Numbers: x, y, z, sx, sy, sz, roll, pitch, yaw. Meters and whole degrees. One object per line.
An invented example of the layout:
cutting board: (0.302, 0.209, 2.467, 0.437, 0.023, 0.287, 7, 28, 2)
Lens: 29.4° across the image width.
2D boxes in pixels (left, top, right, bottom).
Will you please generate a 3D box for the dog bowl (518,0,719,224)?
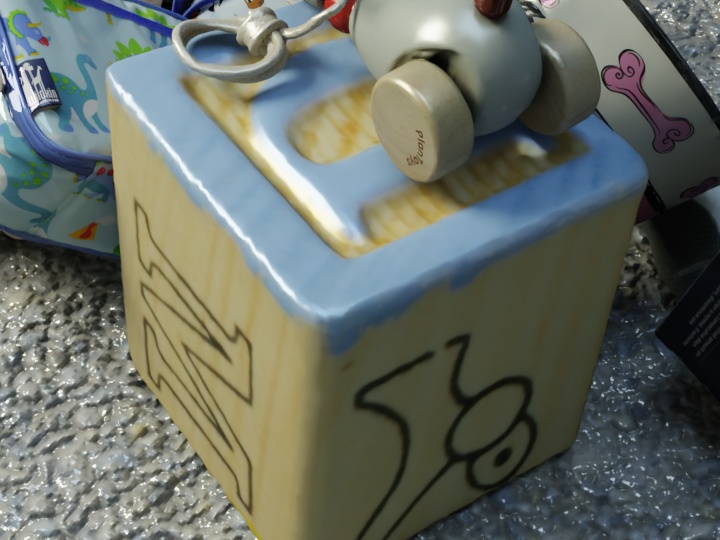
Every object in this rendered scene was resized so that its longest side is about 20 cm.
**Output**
dog bowl: (0.123, -0.110, 0.757, 0.074, 0.200, 0.201, -38, 51, 9)

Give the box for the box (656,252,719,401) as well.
box: (0.301, 0.031, 0.704, 0.199, 0.124, 0.199, -31, 71, -30)

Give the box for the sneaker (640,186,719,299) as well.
sneaker: (0.202, -0.055, 0.867, 0.079, 0.071, 0.202, -2, 47, -27)

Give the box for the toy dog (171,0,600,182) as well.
toy dog: (0.016, -0.127, 0.609, 0.198, 0.097, 0.132, 27, 49, 20)

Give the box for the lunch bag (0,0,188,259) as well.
lunch bag: (-0.145, -0.090, 0.770, 0.199, 0.082, 0.162, 15, 43, -49)

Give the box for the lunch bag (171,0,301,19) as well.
lunch bag: (-0.024, -0.176, 0.889, 0.170, 0.125, 0.199, -39, 18, -30)

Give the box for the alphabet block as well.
alphabet block: (0.000, 0.000, 0.692, 0.194, 0.202, 0.197, -22, 51, -25)

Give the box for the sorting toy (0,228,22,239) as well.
sorting toy: (-0.228, -0.092, 0.827, 0.198, 0.037, 0.185, 26, 23, 17)

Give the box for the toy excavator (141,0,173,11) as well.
toy excavator: (-0.194, -0.243, 0.971, 0.099, 0.195, 0.202, -15, 77, -19)
